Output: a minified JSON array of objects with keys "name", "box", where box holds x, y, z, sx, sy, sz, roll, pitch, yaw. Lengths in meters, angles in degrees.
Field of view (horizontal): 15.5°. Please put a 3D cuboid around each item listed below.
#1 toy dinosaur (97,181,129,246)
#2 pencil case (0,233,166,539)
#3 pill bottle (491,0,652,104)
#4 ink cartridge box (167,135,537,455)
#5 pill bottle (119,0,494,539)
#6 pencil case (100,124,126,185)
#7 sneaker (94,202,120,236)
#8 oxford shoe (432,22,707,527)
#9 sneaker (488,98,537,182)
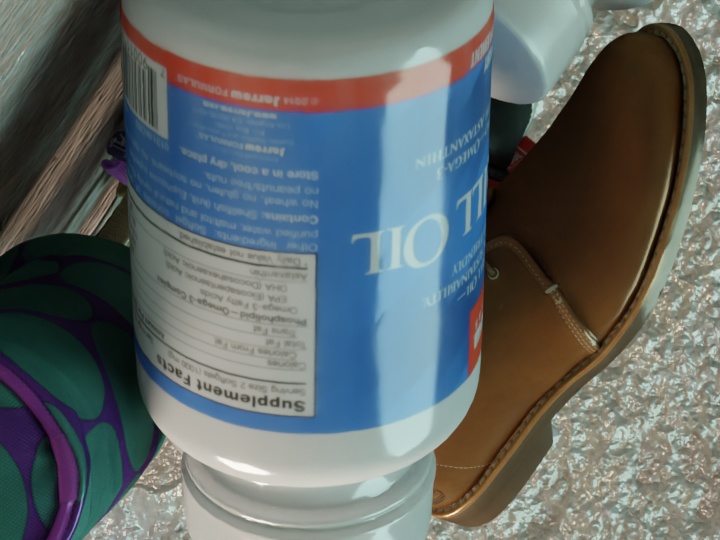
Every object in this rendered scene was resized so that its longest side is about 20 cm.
[{"name":"toy dinosaur","box":[-0.073,-0.071,1.188,0.101,0.058,0.200,-31,-158,45]},{"name":"pencil case","box":[-0.113,0.044,0.855,0.200,0.092,0.086,-56,144,-79]},{"name":"pill bottle","box":[0.081,-0.158,0.874,0.201,0.111,0.111,-56,-179,-14]},{"name":"ink cartridge box","box":[0.000,0.000,1.034,0.176,0.045,0.200,-41,-169,2]},{"name":"pill bottle","box":[-0.016,-0.005,0.816,0.112,0.111,0.201,-57,153,-53]},{"name":"pencil case","box":[-0.023,-0.102,1.102,0.085,0.084,0.200,19,-112,49]},{"name":"sneaker","box":[-0.088,-0.007,1.264,0.200,0.076,0.091,-38,-176,40]},{"name":"oxford shoe","box":[0.051,0.002,0.890,0.201,0.071,0.071,-62,-145,22]},{"name":"sneaker","box":[0.046,-0.093,1.040,0.200,0.074,0.089,-60,175,-74]}]
